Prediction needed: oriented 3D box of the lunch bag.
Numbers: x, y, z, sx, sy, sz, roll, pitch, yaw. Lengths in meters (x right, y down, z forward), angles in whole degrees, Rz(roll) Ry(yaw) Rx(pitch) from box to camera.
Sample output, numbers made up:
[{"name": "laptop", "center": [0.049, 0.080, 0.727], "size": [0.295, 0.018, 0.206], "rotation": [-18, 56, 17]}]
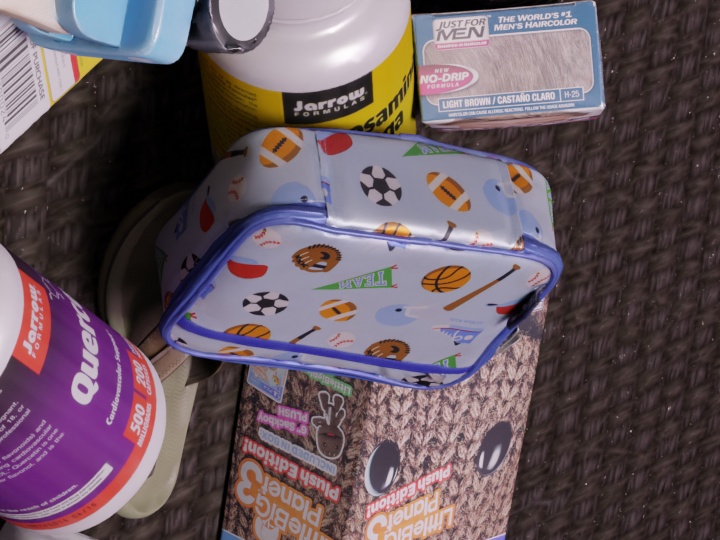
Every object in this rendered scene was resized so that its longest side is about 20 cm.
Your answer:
[{"name": "lunch bag", "center": [0.000, 0.000, 1.515], "size": [0.199, 0.076, 0.160], "rotation": [11, 142, -26]}]

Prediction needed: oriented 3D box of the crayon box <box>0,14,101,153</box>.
[{"name": "crayon box", "center": [-0.149, -0.160, 1.398], "size": [0.200, 0.051, 0.127], "rotation": [-48, 141, -46]}]

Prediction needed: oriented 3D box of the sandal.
[{"name": "sandal", "center": [-0.100, 0.046, 1.588], "size": [0.080, 0.057, 0.202], "rotation": [-20, 123, -45]}]

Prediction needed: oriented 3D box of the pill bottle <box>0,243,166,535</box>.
[{"name": "pill bottle", "center": [-0.188, 0.049, 1.434], "size": [0.113, 0.112, 0.200], "rotation": [-60, 144, -9]}]

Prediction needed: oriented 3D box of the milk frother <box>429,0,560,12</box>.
[{"name": "milk frother", "center": [0.120, -0.258, 1.655], "size": [0.188, 0.200, 0.181], "rotation": [-48, 116, -46]}]

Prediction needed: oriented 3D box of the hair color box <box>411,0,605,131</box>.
[{"name": "hair color box", "center": [0.083, -0.111, 1.614], "size": [0.200, 0.100, 0.061], "rotation": [-14, 99, -86]}]

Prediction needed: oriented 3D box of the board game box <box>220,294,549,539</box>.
[{"name": "board game box", "center": [0.016, 0.080, 1.719], "size": [0.159, 0.097, 0.201], "rotation": [-13, 118, -48]}]

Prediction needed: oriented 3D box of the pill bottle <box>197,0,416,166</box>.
[{"name": "pill bottle", "center": [-0.028, -0.112, 1.510], "size": [0.112, 0.112, 0.200], "rotation": [-47, 155, -25]}]

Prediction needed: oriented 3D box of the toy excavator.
[{"name": "toy excavator", "center": [-0.136, -0.135, 1.291], "size": [0.200, 0.100, 0.195], "rotation": [13, 87, -51]}]

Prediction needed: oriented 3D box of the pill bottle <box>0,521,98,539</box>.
[{"name": "pill bottle", "center": [-0.177, 0.242, 1.554], "size": [0.111, 0.111, 0.201], "rotation": [23, 91, -54]}]
